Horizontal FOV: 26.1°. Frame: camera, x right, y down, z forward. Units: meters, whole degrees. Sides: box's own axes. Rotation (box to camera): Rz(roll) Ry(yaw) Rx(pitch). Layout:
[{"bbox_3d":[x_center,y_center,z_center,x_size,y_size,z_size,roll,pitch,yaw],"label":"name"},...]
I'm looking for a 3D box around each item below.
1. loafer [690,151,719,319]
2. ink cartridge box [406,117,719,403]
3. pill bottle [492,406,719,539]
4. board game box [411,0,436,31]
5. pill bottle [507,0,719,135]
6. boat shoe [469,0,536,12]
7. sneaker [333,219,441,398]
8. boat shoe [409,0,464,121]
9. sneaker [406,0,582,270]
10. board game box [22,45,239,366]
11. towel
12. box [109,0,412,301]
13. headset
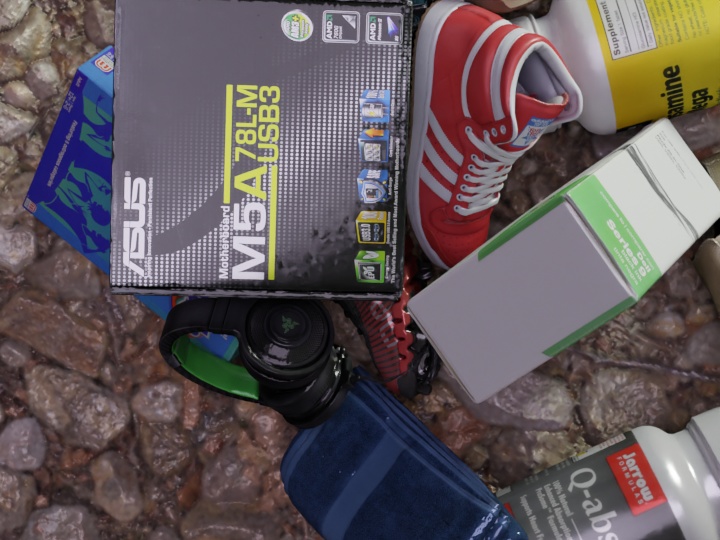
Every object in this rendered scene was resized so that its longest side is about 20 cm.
[{"bbox_3d":[0.272,0.004,1.117,0.067,0.076,0.201,2,80,6],"label":"loafer"},{"bbox_3d":[0.144,-0.011,1.042,0.146,0.200,0.084,-37,88,35],"label":"ink cartridge box"},{"bbox_3d":[0.184,0.180,1.098,0.200,0.116,0.116,-26,87,4],"label":"pill bottle"},{"bbox_3d":[-0.042,-0.220,1.120,0.199,0.028,0.136,-6,61,18],"label":"board game box"},{"bbox_3d":[0.204,-0.161,1.102,0.199,0.112,0.113,-15,88,6],"label":"pill bottle"},{"bbox_3d":[0.152,-0.252,1.080,0.075,0.075,0.202,35,54,24],"label":"boat shoe"},{"bbox_3d":[0.000,0.000,1.141,0.098,0.071,0.201,-13,94,15],"label":"sneaker"},{"bbox_3d":[0.042,-0.188,1.139,0.072,0.066,0.201,-8,88,6],"label":"boat shoe"},{"bbox_3d":[0.091,-0.078,1.062,0.112,0.071,0.201,26,129,42],"label":"sneaker"},{"bbox_3d":[-0.138,-0.043,1.123,0.200,0.045,0.152,37,133,5],"label":"board game box"},{"bbox_3d":[0.021,0.161,1.093,0.112,0.049,0.200,-52,46,3],"label":"towel"},{"bbox_3d":[-0.066,-0.082,1.015,0.193,0.048,0.201,2,94,-6],"label":"box"},{"bbox_3d":[-0.040,0.050,1.084,0.199,0.124,0.094,6,62,18],"label":"headset"}]
